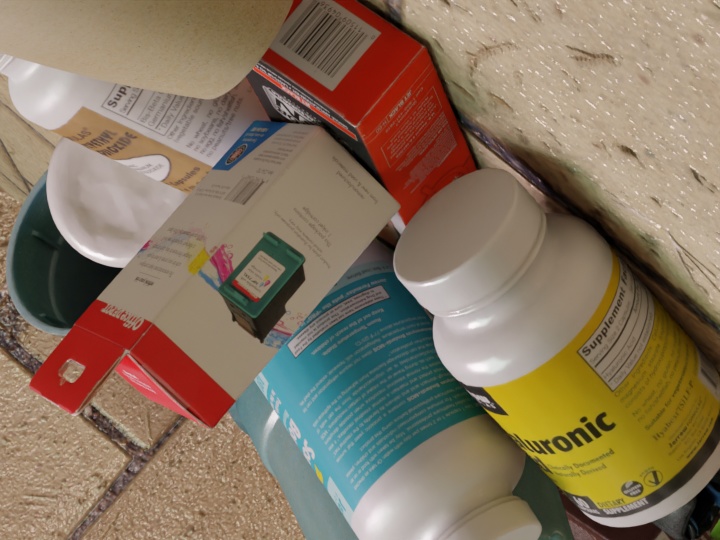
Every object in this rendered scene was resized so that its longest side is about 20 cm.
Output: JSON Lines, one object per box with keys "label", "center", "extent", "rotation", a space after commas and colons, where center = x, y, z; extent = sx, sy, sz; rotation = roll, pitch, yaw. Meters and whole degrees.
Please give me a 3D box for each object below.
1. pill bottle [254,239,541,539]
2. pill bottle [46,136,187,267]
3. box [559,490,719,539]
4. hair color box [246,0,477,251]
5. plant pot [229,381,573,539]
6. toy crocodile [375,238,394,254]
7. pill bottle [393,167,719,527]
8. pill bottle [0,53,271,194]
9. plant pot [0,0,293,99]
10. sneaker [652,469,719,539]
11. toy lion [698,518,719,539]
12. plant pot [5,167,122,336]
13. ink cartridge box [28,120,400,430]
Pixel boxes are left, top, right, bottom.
{"label": "pill bottle", "center": [0.020, 0.087, 1.323], "extent": [0.200, 0.111, 0.111], "rotation": [55, 177, 24]}
{"label": "pill bottle", "center": [-0.148, -0.063, 1.700], "extent": [0.116, 0.117, 0.200], "rotation": [40, -170, 8]}
{"label": "box", "center": [0.175, 0.166, 1.691], "extent": [0.200, 0.075, 0.100], "rotation": [34, 168, 46]}
{"label": "hair color box", "center": [0.002, -0.081, 1.288], "extent": [0.101, 0.061, 0.200], "rotation": [36, 170, 25]}
{"label": "plant pot", "center": [0.037, 0.130, 1.469], "extent": [0.197, 0.200, 0.200], "rotation": [67, -173, 33]}
{"label": "toy crocodile", "center": [0.058, -0.007, 1.383], "extent": [0.200, 0.068, 0.062], "rotation": [37, 169, 29]}
{"label": "pill bottle", "center": [0.109, 0.039, 1.254], "extent": [0.200, 0.111, 0.111], "rotation": [47, 169, -27]}
{"label": "pill bottle", "center": [-0.142, -0.126, 1.338], "extent": [0.199, 0.115, 0.114], "rotation": [25, 179, -26]}
{"label": "plant pot", "center": [-0.134, -0.173, 1.139], "extent": [0.200, 0.188, 0.187], "rotation": [30, 176, -25]}
{"label": "sneaker", "center": [0.181, 0.137, 1.520], "extent": [0.112, 0.073, 0.200], "rotation": [42, 169, 4]}
{"label": "toy lion", "center": [0.309, 0.215, 1.433], "extent": [0.191, 0.069, 0.200], "rotation": [25, 163, 37]}
{"label": "plant pot", "center": [-0.182, 0.006, 2.085], "extent": [0.200, 0.201, 0.196], "rotation": [33, 175, 41]}
{"label": "ink cartridge box", "center": [-0.082, 0.014, 1.254], "extent": [0.067, 0.200, 0.116], "rotation": [44, 170, -19]}
